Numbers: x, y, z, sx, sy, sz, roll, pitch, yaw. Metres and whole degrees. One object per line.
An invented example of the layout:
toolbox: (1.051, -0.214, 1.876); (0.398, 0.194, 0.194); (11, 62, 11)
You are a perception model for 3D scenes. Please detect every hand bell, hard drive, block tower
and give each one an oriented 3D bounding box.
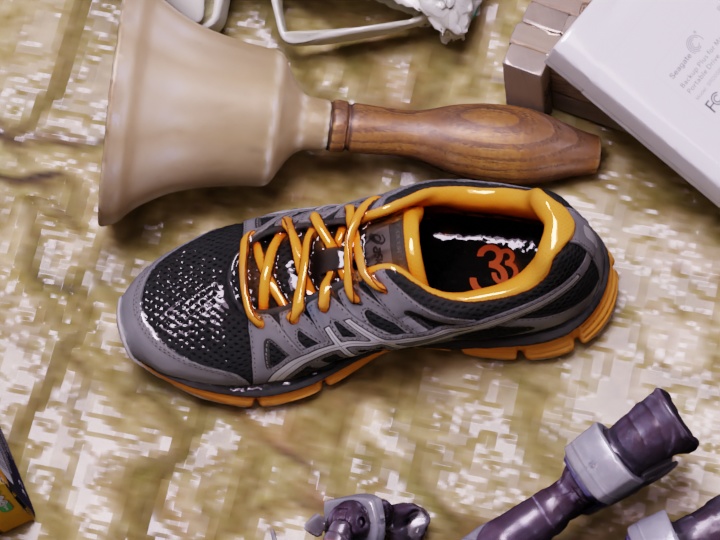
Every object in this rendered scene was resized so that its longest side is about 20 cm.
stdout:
hand bell: (-0.002, -0.058, 0.962); (0.199, 0.104, 0.104); (7, 68, -5)
hard drive: (0.189, -0.068, 0.928); (0.200, 0.026, 0.132); (40, 74, 1)
block tower: (0.121, -0.151, 0.988); (0.058, 0.054, 0.200); (21, 73, 15)

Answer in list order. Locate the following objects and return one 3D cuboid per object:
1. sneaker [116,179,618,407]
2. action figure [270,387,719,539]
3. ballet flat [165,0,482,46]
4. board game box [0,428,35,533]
sneaker: (0.000, 0.000, 0.928); (0.199, 0.077, 0.079); (-10, 69, 4)
action figure: (0.045, 0.125, 0.880); (0.200, 0.069, 0.130); (-27, 75, -1)
ballet flat: (-0.041, -0.128, 0.993); (0.199, 0.072, 0.072); (6, 69, 9)
board game box: (-0.244, 0.043, 0.950); (0.165, 0.057, 0.200); (-25, 67, -2)
